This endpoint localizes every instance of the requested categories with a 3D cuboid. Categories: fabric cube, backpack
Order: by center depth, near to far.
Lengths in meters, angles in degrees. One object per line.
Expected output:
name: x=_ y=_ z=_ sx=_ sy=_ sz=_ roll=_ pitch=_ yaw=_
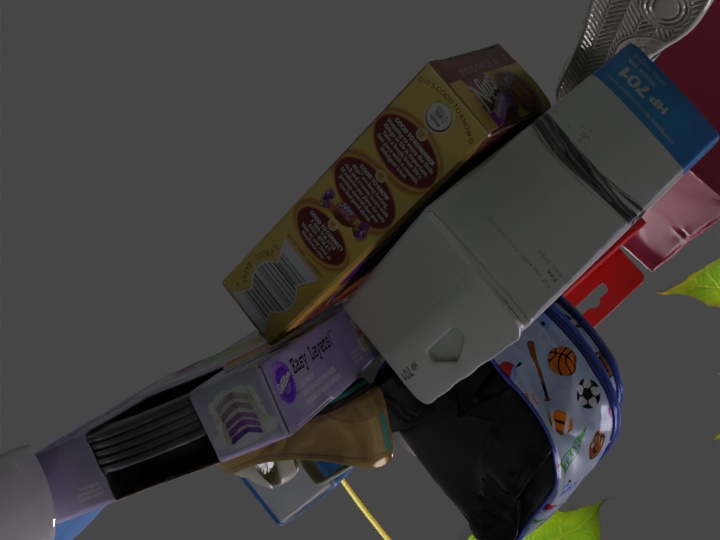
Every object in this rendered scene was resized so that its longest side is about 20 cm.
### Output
backpack: x=0.106 y=0.096 z=0.727 sx=0.154 sy=0.200 sz=0.191 roll=-40 pitch=166 yaw=-22
fabric cube: x=0.328 y=-0.159 z=1.028 sx=0.199 sy=0.196 sz=0.200 roll=-45 pitch=174 yaw=-18

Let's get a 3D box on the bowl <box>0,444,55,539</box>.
bowl: x=-0.267 y=0.202 z=0.540 sx=0.200 sy=0.075 sz=0.199 roll=-41 pitch=175 yaw=23

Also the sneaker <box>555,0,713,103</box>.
sneaker: x=0.204 y=-0.194 z=0.715 sx=0.085 sy=0.074 sz=0.200 roll=-59 pitch=180 yaw=-27

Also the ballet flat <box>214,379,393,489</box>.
ballet flat: x=-0.054 y=0.129 z=0.712 sx=0.199 sy=0.064 sz=0.068 roll=-20 pitch=-175 yaw=46

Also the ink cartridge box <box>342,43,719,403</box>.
ink cartridge box: x=0.101 y=-0.027 z=0.599 sx=0.199 sy=0.086 sz=0.147 roll=-37 pitch=174 yaw=-31

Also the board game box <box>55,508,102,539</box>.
board game box: x=-0.279 y=0.223 z=0.861 sx=0.200 sy=0.039 sz=0.158 roll=-43 pitch=173 yaw=-47

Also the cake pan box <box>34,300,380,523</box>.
cake pan box: x=-0.096 y=0.089 z=0.659 sx=0.183 sy=0.053 sz=0.200 roll=-25 pitch=-178 yaw=22

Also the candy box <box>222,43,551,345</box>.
candy box: x=0.015 y=-0.046 z=0.603 sx=0.200 sy=0.057 sz=0.116 roll=-45 pitch=173 yaw=32

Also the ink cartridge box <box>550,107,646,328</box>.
ink cartridge box: x=0.156 y=-0.044 z=0.840 sx=0.116 sy=0.201 sz=0.067 roll=-38 pitch=175 yaw=-17

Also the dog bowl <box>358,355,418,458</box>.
dog bowl: x=0.065 y=0.088 z=0.948 sx=0.059 sy=0.201 sz=0.200 roll=-40 pitch=176 yaw=26

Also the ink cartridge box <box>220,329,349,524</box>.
ink cartridge box: x=-0.049 y=0.116 z=0.919 sx=0.086 sy=0.147 sz=0.200 roll=-42 pitch=175 yaw=28

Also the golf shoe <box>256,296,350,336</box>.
golf shoe: x=0.000 y=0.000 z=0.792 sx=0.198 sy=0.097 sz=0.079 roll=-16 pitch=126 yaw=-16
